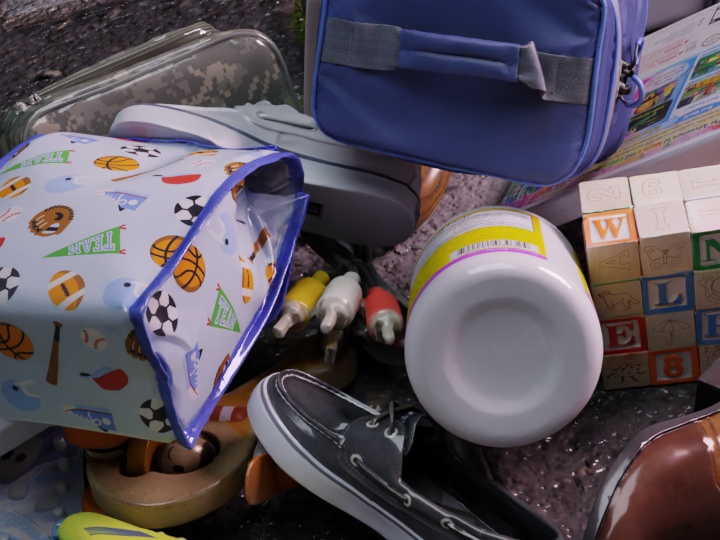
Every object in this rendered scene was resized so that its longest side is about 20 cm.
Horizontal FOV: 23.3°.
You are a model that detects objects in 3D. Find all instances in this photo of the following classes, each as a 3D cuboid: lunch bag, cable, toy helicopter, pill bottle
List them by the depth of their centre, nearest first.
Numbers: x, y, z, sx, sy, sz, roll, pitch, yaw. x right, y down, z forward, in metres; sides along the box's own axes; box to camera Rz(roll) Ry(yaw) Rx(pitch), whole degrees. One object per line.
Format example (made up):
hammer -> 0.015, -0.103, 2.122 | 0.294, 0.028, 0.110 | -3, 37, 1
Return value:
pill bottle -> 0.078, 0.022, 0.988 | 0.104, 0.104, 0.200 | -9, 12, 5
lunch bag -> -0.138, -0.004, 0.995 | 0.170, 0.124, 0.200 | 5, 42, 20
toy helicopter -> -0.067, 0.090, 1.019 | 0.132, 0.079, 0.200 | 15, 34, 39
lunch bag -> 0.076, -0.126, 1.042 | 0.200, 0.136, 0.132 | 11, 16, 22
cable -> 0.000, 0.000, 1.100 | 0.097, 0.050, 0.200 | 7, 31, -1
lunch bag -> -0.148, -0.080, 1.192 | 0.200, 0.140, 0.168 | -25, 13, -15

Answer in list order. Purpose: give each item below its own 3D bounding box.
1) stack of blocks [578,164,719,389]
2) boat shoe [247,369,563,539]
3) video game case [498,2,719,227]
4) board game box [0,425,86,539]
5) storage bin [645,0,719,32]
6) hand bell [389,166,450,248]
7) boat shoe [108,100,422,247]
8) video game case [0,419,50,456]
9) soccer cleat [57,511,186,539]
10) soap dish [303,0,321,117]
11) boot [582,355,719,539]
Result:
stack of blocks -> 0.231, -0.002, 1.006 | 0.200, 0.115, 0.059 | -7, 40, 7
boat shoe -> 0.025, 0.105, 0.930 | 0.200, 0.066, 0.070 | 40, 31, 26
video game case -> 0.190, -0.106, 1.138 | 0.200, 0.024, 0.182 | -22, 27, 43
board game box -> -0.267, 0.136, 1.054 | 0.200, 0.026, 0.200 | -15, 40, -1
storage bin -> 0.178, -0.261, 1.242 | 0.134, 0.200, 0.146 | -22, 39, -26
hand bell -> 0.069, -0.098, 1.197 | 0.104, 0.104, 0.200 | 22, 70, 35
boat shoe -> -0.058, -0.072, 1.104 | 0.200, 0.074, 0.065 | 18, 52, -10
video game case -> -0.274, 0.070, 1.097 | 0.200, 0.022, 0.182 | -32, 42, -21
soccer cleat -> -0.074, 0.171, 0.921 | 0.200, 0.065, 0.084 | 25, 70, 29
soap dish -> 0.034, -0.191, 1.259 | 0.081, 0.158, 0.200 | 20, 49, 16
boot -> 0.233, 0.143, 0.897 | 0.200, 0.069, 0.188 | 29, 48, 31
